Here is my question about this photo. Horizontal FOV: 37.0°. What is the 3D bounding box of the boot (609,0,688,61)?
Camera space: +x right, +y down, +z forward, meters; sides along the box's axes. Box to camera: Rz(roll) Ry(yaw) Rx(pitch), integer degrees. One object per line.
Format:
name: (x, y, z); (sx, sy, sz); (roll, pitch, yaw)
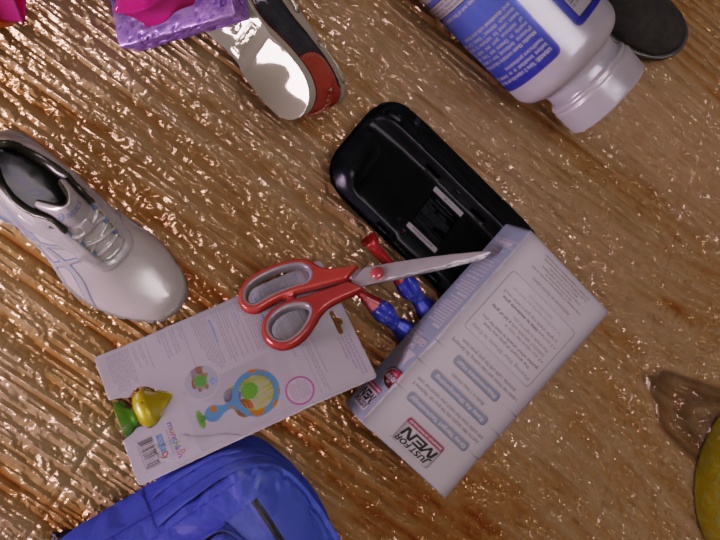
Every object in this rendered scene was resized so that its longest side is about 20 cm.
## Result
boot: (0.240, -0.252, 0.887); (0.181, 0.200, 0.073); (29, 79, -12)

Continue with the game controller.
game controller: (0.065, -0.050, 0.916); (0.200, 0.042, 0.104); (43, 71, -9)

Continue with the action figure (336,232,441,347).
action figure: (0.061, 0.056, 0.913); (0.065, 0.052, 0.200); (-46, 103, -6)

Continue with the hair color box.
hair color box: (0.093, 0.071, 0.869); (0.099, 0.061, 0.200); (43, 87, -15)

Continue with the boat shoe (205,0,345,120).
boat shoe: (-0.085, -0.210, 0.874); (0.201, 0.071, 0.062); (54, 40, 6)

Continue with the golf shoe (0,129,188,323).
golf shoe: (-0.215, -0.029, 0.819); (0.200, 0.097, 0.079); (38, 78, -12)

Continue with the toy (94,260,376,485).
toy: (-0.099, 0.084, 0.862); (0.199, 0.047, 0.116); (-22, 64, -10)

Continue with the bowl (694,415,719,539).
bowl: (0.416, 0.203, 0.971); (0.198, 0.108, 0.202); (0, 88, -14)

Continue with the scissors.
scissors: (0.000, 0.000, 0.856); (0.199, 0.014, 0.073); (-25, 61, -1)

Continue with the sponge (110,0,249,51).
sponge: (-0.157, -0.283, 0.842); (0.111, 0.030, 0.202); (-10, 91, 26)

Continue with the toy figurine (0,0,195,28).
toy figurine: (-0.199, -0.248, 0.790); (0.182, 0.150, 0.201); (0, 63, 0)

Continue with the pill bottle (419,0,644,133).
pill bottle: (0.142, -0.214, 0.907); (0.200, 0.112, 0.112); (44, 79, -10)

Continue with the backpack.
backpack: (-0.107, 0.235, 0.807); (0.199, 0.168, 0.163); (-32, 108, -15)
